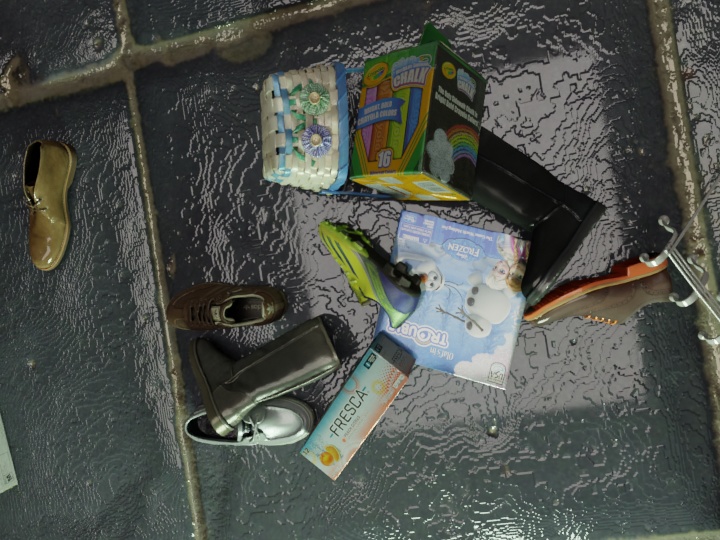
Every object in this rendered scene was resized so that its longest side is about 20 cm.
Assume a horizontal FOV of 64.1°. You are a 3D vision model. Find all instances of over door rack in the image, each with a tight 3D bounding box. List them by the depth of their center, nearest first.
[{"bbox_3d":[0.452,-0.033,0.718,0.148,0.067,0.200,45,85,-11],"label":"over door rack"}]

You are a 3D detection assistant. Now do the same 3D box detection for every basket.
[{"bbox_3d":[-0.037,-0.187,0.788,0.194,0.138,0.183,-6,92,-24],"label":"basket"}]

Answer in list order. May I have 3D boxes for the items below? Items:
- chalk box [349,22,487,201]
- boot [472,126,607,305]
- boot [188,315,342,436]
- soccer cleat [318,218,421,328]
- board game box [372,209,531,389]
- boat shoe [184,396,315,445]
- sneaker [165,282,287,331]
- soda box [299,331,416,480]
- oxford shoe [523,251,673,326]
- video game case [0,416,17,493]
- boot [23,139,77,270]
[{"bbox_3d":[0.077,-0.204,0.738,0.121,0.123,0.208,3,83,42],"label":"chalk box"},{"bbox_3d":[0.190,-0.075,0.744,0.198,0.066,0.165,38,72,17],"label":"boot"},{"bbox_3d":[-0.141,0.122,0.835,0.197,0.073,0.183,-35,53,-2],"label":"boot"},{"bbox_3d":[0.000,0.000,0.791,0.199,0.064,0.086,40,115,32],"label":"soccer cleat"},{"bbox_3d":[0.129,0.038,0.802,0.193,0.043,0.206,13,95,11],"label":"board game box"},{"bbox_3d":[-0.166,0.230,0.849,0.193,0.071,0.073,-3,91,11],"label":"boat shoe"},{"bbox_3d":[-0.208,0.052,0.849,0.193,0.075,0.073,-7,91,10],"label":"sneaker"},{"bbox_3d":[-0.005,0.189,0.800,0.068,0.064,0.203,35,110,4],"label":"soda box"},{"bbox_3d":[0.314,0.044,0.756,0.194,0.071,0.075,-21,92,10],"label":"oxford shoe"},{"bbox_3d":[-0.629,0.267,0.881,0.035,0.181,0.207,-15,90,10],"label":"video game case"},{"bbox_3d":[-0.502,-0.102,0.901,0.071,0.075,0.208,9,94,8],"label":"boot"}]
